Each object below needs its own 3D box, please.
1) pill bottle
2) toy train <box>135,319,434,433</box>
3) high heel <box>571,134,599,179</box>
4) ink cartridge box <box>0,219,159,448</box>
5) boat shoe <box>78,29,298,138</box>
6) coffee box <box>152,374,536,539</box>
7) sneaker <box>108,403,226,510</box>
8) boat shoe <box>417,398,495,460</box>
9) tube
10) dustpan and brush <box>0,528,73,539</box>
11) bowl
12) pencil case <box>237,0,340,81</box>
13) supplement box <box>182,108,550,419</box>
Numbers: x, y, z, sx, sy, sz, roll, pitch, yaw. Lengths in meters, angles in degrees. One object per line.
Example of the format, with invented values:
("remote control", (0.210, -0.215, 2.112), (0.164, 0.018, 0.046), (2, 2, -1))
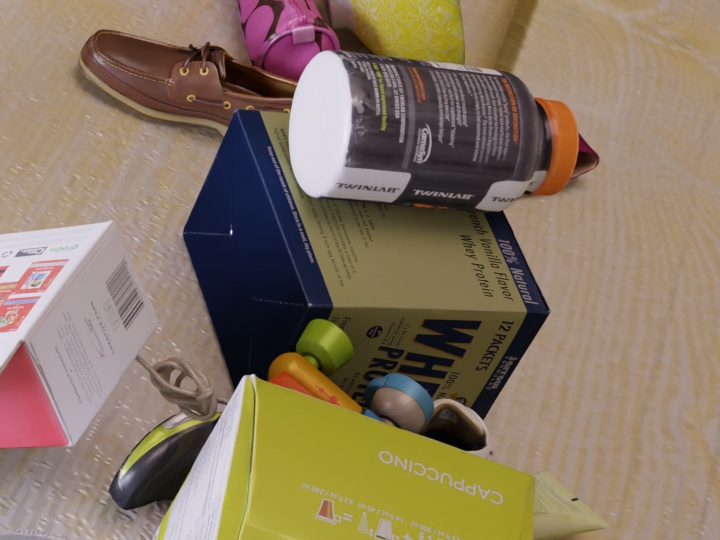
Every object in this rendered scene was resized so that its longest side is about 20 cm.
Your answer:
("pill bottle", (0.057, -0.097, 1.487), (0.199, 0.106, 0.107), (4, 46, -25))
("toy train", (-0.049, 0.075, 1.364), (0.200, 0.085, 0.116), (41, 54, -5))
("high heel", (0.138, -0.085, 1.757), (0.096, 0.068, 0.200), (24, 36, 11))
("ink cartridge box", (-0.257, 0.057, 1.291), (0.199, 0.084, 0.176), (-5, 31, 27))
("boat shoe", (-0.130, -0.157, 1.681), (0.199, 0.068, 0.072), (21, 41, -10))
("coffee box", (-0.023, 0.221, 1.242), (0.199, 0.198, 0.201), (20, 44, -11))
("sneaker", (-0.078, 0.137, 1.406), (0.199, 0.074, 0.081), (-9, 56, -34))
("boat shoe", (0.062, 0.123, 1.438), (0.070, 0.070, 0.200), (1, 11, -10))
("tube", (0.084, 0.179, 1.473), (0.199, 0.052, 0.058), (-7, 73, -37))
("dustpan and brush", (-0.233, 0.200, 1.256), (0.199, 0.057, 0.140), (19, 41, -12))
("bowl", (0.019, -0.261, 1.812), (0.107, 0.201, 0.201), (-13, 49, -3))
("pencil case", (-0.071, -0.241, 1.784), (0.090, 0.094, 0.201), (4, 47, -24))
("supplement box", (0.000, 0.000, 1.541), (0.199, 0.135, 0.201), (2, 47, -28))
